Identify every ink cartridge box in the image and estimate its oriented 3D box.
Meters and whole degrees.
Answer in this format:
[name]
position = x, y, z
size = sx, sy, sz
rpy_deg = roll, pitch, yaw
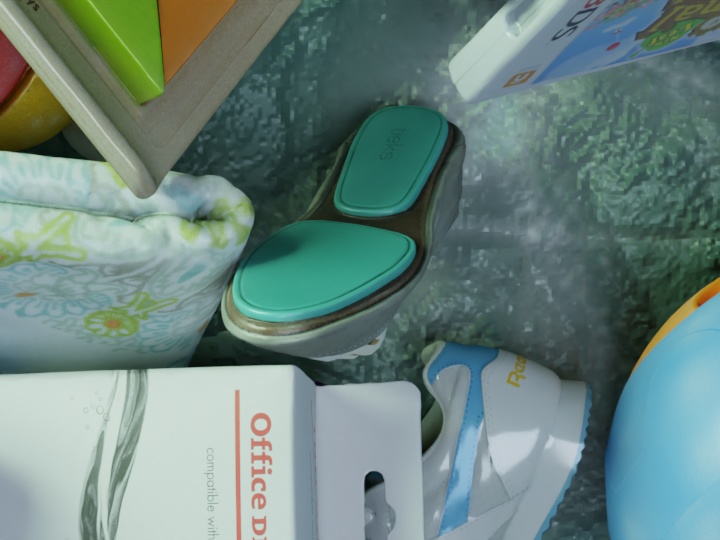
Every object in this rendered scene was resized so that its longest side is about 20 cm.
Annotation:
[ink cartridge box]
position = -0.077, 0.098, 1.053
size = 0.199, 0.068, 0.117
rpy_deg = -3, 81, 7

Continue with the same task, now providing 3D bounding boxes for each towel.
[towel]
position = -0.155, 0.005, 1.056
size = 0.199, 0.171, 0.048
rpy_deg = 5, 68, -13

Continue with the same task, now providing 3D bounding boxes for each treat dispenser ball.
[treat dispenser ball]
position = 0.202, 0.088, 1.130
size = 0.200, 0.201, 0.202
rpy_deg = -3, 109, -10

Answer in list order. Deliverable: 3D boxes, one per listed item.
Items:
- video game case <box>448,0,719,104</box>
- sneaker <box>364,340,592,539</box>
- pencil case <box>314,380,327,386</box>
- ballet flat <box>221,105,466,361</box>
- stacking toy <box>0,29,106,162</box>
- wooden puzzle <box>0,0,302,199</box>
[video game case]
position = 0.154, -0.131, 1.037
size = 0.199, 0.182, 0.022
rpy_deg = -16, 75, -32
[sneaker]
position = 0.029, 0.125, 1.183
size = 0.081, 0.077, 0.201
rpy_deg = 22, 101, -3
[pencil case]
position = -0.033, 0.144, 1.123
size = 0.092, 0.085, 0.201
rpy_deg = -7, 83, 8
[ballet flat]
position = 0.000, 0.000, 1.071
size = 0.067, 0.200, 0.064
rpy_deg = 8, 119, 16
[stacking toy]
position = -0.151, -0.090, 1.056
size = 0.200, 0.146, 0.146
rpy_deg = 31, 100, -36
[wooden puzzle]
position = -0.088, -0.154, 1.006
size = 0.037, 0.200, 0.185
rpy_deg = -20, 117, 41
